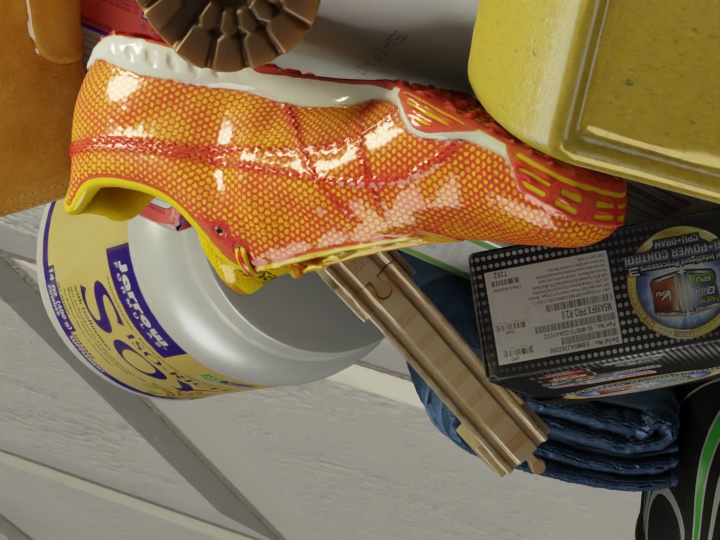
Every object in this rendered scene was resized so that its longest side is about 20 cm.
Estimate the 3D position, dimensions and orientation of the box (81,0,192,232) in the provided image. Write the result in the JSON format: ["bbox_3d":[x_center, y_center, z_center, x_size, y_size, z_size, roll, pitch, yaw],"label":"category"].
[{"bbox_3d":[-0.116,-0.103,0.993,0.200,0.103,0.095,23,-158,24],"label":"box"}]

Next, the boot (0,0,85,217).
[{"bbox_3d":[-0.115,-0.098,0.907,0.201,0.071,0.144,-16,107,20],"label":"boot"}]

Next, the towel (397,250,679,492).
[{"bbox_3d":[0.062,0.015,1.068,0.111,0.049,0.200,13,-148,-18],"label":"towel"}]

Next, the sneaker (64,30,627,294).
[{"bbox_3d":[-0.005,-0.026,0.809,0.199,0.077,0.073,11,-177,33],"label":"sneaker"}]

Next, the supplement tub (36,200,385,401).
[{"bbox_3d":[-0.059,-0.014,1.217,0.145,0.146,0.200,30,163,-20],"label":"supplement tub"}]

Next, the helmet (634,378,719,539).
[{"bbox_3d":[0.218,0.074,1.035,0.199,0.191,0.200,22,-152,-13],"label":"helmet"}]

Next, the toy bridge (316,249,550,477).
[{"bbox_3d":[0.000,0.000,0.894,0.200,0.027,0.067,47,178,-14],"label":"toy bridge"}]

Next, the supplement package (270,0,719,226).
[{"bbox_3d":[0.067,-0.097,0.846,0.155,0.111,0.200,27,164,-10],"label":"supplement package"}]

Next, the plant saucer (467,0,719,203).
[{"bbox_3d":[0.130,-0.074,0.668,0.199,0.049,0.200,15,141,5],"label":"plant saucer"}]

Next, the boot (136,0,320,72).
[{"bbox_3d":[-0.064,-0.165,0.793,0.075,0.201,0.107,-15,-168,3],"label":"boot"}]

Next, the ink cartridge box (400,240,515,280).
[{"bbox_3d":[0.088,-0.039,1.012,0.199,0.104,0.059,23,164,2],"label":"ink cartridge box"}]

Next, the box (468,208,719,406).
[{"bbox_3d":[0.148,0.006,0.878,0.199,0.044,0.160,-10,172,10],"label":"box"}]
